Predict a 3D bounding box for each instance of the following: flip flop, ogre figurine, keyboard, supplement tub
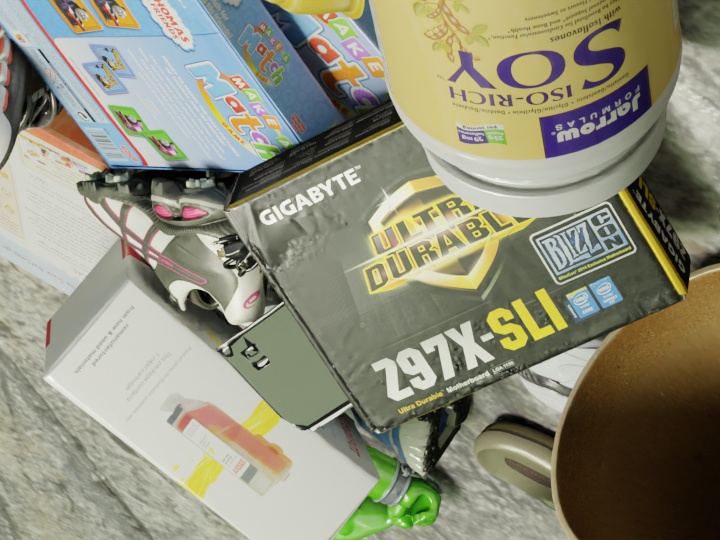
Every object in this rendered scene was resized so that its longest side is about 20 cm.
[{"bbox_3d":[0.152,0.161,1.824,0.200,0.058,0.081,27,152,20],"label":"flip flop"},{"bbox_3d":[-0.049,0.136,1.990,0.200,0.098,0.120,25,165,46],"label":"ogre figurine"},{"bbox_3d":[0.000,0.000,1.595,0.200,0.021,0.127,-34,108,25],"label":"keyboard"},{"bbox_3d":[0.075,-0.134,1.349,0.145,0.145,0.200,23,150,26],"label":"supplement tub"}]

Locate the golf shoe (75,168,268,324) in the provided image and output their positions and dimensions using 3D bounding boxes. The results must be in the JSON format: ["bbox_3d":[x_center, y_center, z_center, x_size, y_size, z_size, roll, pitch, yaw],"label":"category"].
[{"bbox_3d":[-0.112,-0.020,1.706,0.200,0.077,0.088,15,114,64],"label":"golf shoe"}]

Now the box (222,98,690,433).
[{"bbox_3d":[0.053,-0.019,1.536,0.200,0.049,0.160,-24,114,22],"label":"box"}]

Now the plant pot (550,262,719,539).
[{"bbox_3d":[0.235,0.123,1.562,0.186,0.187,0.200,4,153,48],"label":"plant pot"}]

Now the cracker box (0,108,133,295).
[{"bbox_3d":[-0.195,-0.060,1.892,0.134,0.058,0.200,29,152,17],"label":"cracker box"}]

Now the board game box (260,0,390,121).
[{"bbox_3d":[-0.037,-0.120,1.611,0.151,0.037,0.200,48,151,-20],"label":"board game box"}]

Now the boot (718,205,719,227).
[{"bbox_3d":[0.268,-0.006,1.399,0.200,0.073,0.151,40,153,2],"label":"boot"}]

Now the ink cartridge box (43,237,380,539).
[{"bbox_3d":[-0.093,0.080,1.772,0.200,0.083,0.145,40,-175,-13],"label":"ink cartridge box"}]

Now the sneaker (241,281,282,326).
[{"bbox_3d":[-0.037,0.006,1.754,0.081,0.075,0.200,24,-178,-10],"label":"sneaker"}]

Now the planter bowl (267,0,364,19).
[{"bbox_3d":[-0.077,-0.197,1.398,0.201,0.083,0.200,62,172,16],"label":"planter bowl"}]

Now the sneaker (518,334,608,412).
[{"bbox_3d":[0.079,0.005,1.651,0.200,0.075,0.115,27,151,9],"label":"sneaker"}]

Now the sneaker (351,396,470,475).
[{"bbox_3d":[0.015,0.056,1.801,0.089,0.079,0.200,26,152,16],"label":"sneaker"}]

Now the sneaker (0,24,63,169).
[{"bbox_3d":[-0.205,-0.114,1.723,0.082,0.200,0.077,35,118,-27],"label":"sneaker"}]

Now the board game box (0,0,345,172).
[{"bbox_3d":[-0.113,-0.119,1.607,0.200,0.037,0.151,6,139,49],"label":"board game box"}]
